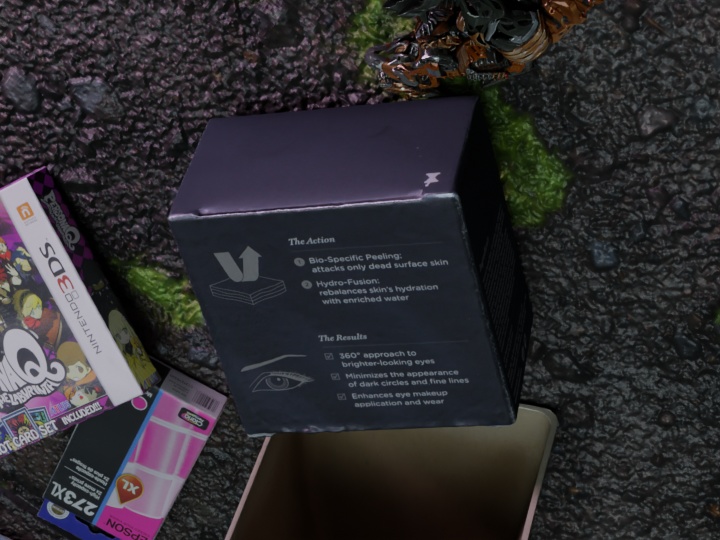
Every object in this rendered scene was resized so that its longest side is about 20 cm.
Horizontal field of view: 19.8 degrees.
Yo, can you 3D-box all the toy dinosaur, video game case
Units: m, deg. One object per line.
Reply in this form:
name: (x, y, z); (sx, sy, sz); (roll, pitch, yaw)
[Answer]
toy dinosaur: (0.084, -0.175, 1.313); (0.200, 0.102, 0.136); (-36, 130, 16)
video game case: (-0.272, 0.042, 1.541); (0.200, 0.036, 0.182); (-23, 98, 27)

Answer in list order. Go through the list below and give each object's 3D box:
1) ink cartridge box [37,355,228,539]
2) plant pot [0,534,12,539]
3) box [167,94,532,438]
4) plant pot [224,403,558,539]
ink cartridge box: (-0.183, 0.153, 1.604); (0.095, 0.037, 0.200); (28, 125, -1)
plant pot: (-0.284, 0.369, 1.672); (0.196, 0.196, 0.200); (23, 131, 2)
box: (0.000, 0.000, 1.395); (0.196, 0.118, 0.200); (-4, 128, 17)
plant pot: (0.023, 0.213, 1.496); (0.199, 0.200, 0.177); (10, 133, 10)
